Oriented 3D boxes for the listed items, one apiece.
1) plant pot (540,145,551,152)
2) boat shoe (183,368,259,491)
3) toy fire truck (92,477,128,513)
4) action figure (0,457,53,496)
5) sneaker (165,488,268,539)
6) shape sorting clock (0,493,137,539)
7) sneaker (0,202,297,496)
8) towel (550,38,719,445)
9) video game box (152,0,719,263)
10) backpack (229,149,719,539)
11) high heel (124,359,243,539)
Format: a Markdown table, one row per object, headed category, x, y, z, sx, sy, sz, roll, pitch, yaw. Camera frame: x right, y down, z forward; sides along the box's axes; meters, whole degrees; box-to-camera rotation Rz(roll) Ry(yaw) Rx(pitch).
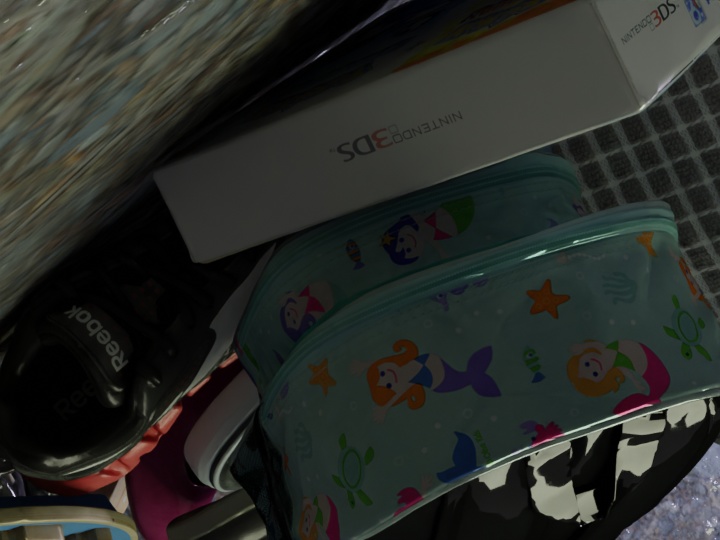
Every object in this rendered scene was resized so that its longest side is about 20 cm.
| category | x | y | z | sx | sy | sz | roll | pitch | yaw |
| --- | --- | --- | --- | --- | --- | --- | --- | --- | --- |
| plant pot | 0.084 | -0.005 | 1.017 | 0.200 | 0.135 | 0.200 | -24 | -179 | 1 |
| boat shoe | 0.021 | 0.047 | 0.848 | 0.200 | 0.071 | 0.072 | -31 | 155 | -9 |
| toy fire truck | -0.112 | 0.069 | 0.966 | 0.200 | 0.049 | 0.141 | -42 | 148 | -59 |
| action figure | -0.195 | 0.129 | 0.996 | 0.119 | 0.102 | 0.200 | -33 | -178 | -5 |
| sneaker | -0.006 | 0.147 | 0.925 | 0.075 | 0.107 | 0.200 | -26 | 164 | 32 |
| shape sorting clock | -0.194 | 0.139 | 0.846 | 0.199 | 0.039 | 0.200 | -16 | 159 | -6 |
| sneaker | -0.079 | 0.013 | 0.791 | 0.200 | 0.071 | 0.098 | -46 | 172 | 4 |
| towel | 0.181 | -0.026 | 0.781 | 0.165 | 0.200 | 0.086 | -20 | -164 | 37 |
| video game box | 0.048 | -0.080 | 0.714 | 0.200 | 0.047 | 0.182 | -18 | -163 | 38 |
| backpack | 0.043 | 0.045 | 0.722 | 0.177 | 0.151 | 0.200 | -17 | 168 | -15 |
| high heel | -0.049 | 0.059 | 0.896 | 0.067 | 0.096 | 0.201 | -38 | 145 | -60 |
